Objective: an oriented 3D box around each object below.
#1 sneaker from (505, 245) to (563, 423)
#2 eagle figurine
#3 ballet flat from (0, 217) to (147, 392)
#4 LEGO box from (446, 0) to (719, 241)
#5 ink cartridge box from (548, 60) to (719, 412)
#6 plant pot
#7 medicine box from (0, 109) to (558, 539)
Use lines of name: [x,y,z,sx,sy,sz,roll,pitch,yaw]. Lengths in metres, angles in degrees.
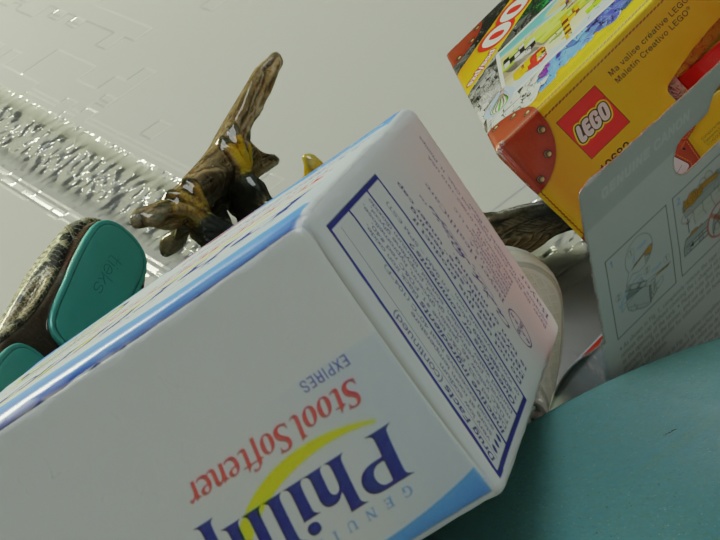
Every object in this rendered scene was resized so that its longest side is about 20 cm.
sneaker: [0.044,0.081,0.840,0.081,0.075,0.201,-16,48,55]
eagle figurine: [-0.001,-0.002,1.020,0.199,0.151,0.153,26,95,16]
ballet flat: [-0.153,0.051,1.019,0.075,0.068,0.201,-35,21,29]
LEGO box: [0.139,-0.115,0.911,0.200,0.077,0.149,-45,18,10]
ink cartridge box: [0.130,-0.004,0.828,0.057,0.201,0.162,22,53,42]
plant pot: [0.108,0.120,0.723,0.200,0.142,0.141,-39,31,-30]
medicine box: [-0.042,0.050,0.738,0.181,0.103,0.200,-34,4,15]
